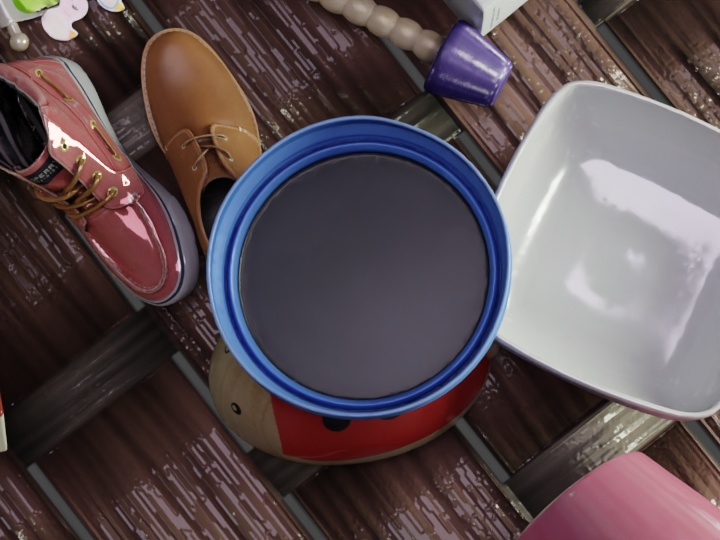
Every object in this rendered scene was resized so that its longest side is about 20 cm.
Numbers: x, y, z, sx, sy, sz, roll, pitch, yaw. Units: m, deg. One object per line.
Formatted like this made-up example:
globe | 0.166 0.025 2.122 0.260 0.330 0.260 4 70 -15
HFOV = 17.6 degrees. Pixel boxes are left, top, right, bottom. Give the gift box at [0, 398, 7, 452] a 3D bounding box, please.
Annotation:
gift box | -0.336 0.026 1.507 0.200 0.185 0.187 -6 125 -5

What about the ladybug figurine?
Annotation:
ladybug figurine | -0.005 0.061 1.574 0.200 0.072 0.136 -11 82 -1

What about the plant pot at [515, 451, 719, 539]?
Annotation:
plant pot | 0.193 0.224 1.500 0.200 0.200 0.179 -39 69 -5

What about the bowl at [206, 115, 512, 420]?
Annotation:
bowl | 0.000 0.000 1.523 0.201 0.039 0.201 -1 78 6

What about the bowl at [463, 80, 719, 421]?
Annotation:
bowl | 0.181 -0.008 1.575 0.200 0.075 0.200 25 77 3

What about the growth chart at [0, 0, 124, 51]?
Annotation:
growth chart | -0.191 -0.255 1.648 0.200 0.018 0.145 -33 84 -3

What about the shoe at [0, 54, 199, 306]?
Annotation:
shoe | -0.192 -0.058 1.573 0.071 0.091 0.200 -37 79 26

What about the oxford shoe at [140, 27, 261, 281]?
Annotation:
oxford shoe | -0.100 -0.080 1.596 0.071 0.071 0.200 -21 81 -2

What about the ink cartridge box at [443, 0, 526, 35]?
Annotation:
ink cartridge box | 0.113 -0.284 1.615 0.200 0.085 0.145 -40 83 -6

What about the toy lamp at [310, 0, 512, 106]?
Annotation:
toy lamp | 0.010 -0.174 1.616 0.200 0.058 0.058 27 83 7
